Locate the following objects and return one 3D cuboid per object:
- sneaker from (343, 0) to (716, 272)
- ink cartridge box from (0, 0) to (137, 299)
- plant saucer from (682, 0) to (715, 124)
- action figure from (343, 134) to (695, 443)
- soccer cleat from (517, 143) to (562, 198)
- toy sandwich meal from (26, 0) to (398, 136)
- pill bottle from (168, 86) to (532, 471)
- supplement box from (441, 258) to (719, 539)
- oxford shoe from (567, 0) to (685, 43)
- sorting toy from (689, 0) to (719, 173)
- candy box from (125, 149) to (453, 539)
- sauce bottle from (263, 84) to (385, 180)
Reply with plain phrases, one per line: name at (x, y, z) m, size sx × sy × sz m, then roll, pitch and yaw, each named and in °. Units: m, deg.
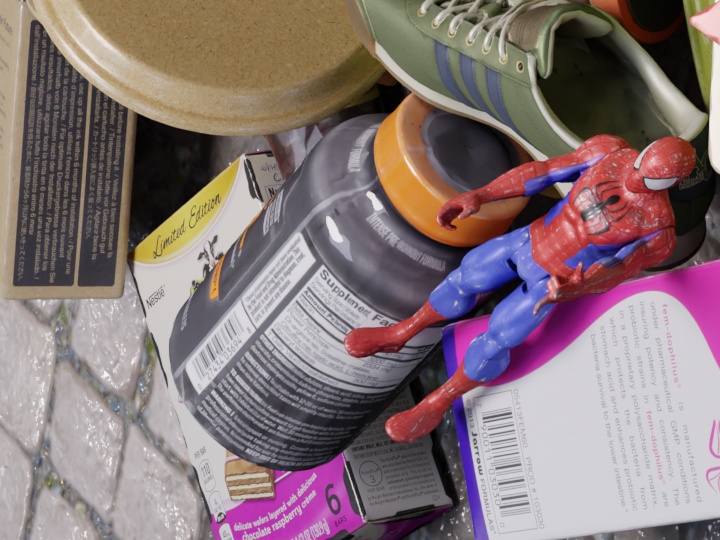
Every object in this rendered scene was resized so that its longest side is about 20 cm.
sneaker at (0.075, -0.092, 1.207) m, size 0.200 × 0.067 × 0.090 m, roll 43°, pitch 157°, yaw 17°
ink cartridge box at (-0.179, -0.091, 1.584) m, size 0.200 × 0.075 × 0.166 m, roll -134°, pitch 48°, yaw -64°
plant saucer at (0.147, -0.114, 1.129) m, size 0.200 × 0.031 × 0.202 m, roll -9°, pitch -90°, yaw -88°
action figure at (0.053, 0.006, 1.156) m, size 0.200 × 0.099 × 0.066 m, roll -40°, pitch 73°, yaw 39°
soccer cleat at (0.071, -0.129, 1.317) m, size 0.084 × 0.064 × 0.202 m, roll 127°, pitch 126°, yaw -80°
toy sandwich meal at (-0.063, -0.136, 1.368) m, size 0.206 × 0.204 × 0.070 m, roll 64°, pitch 157°, yaw 23°
pill bottle at (0.000, 0.000, 1.311) m, size 0.200 × 0.106 × 0.107 m, roll -48°, pitch 59°, yaw 44°
supplement box at (0.138, 0.053, 1.209) m, size 0.199 × 0.103 × 0.102 m, roll -15°, pitch 84°, yaw 54°
oxford shoe at (0.100, -0.200, 1.232) m, size 0.072 × 0.071 × 0.202 m, roll 8°, pitch 98°, yaw 46°
sorting toy at (0.197, -0.124, 0.954) m, size 0.198 × 0.069 × 0.202 m, roll 6°, pitch 98°, yaw 36°
candy box at (-0.040, 0.054, 1.479) m, size 0.136 × 0.061 × 0.201 m, roll -37°, pitch 66°, yaw 50°
sauce bottle at (-0.021, -0.085, 1.430) m, size 0.066 × 0.066 × 0.201 m, roll -45°, pitch 65°, yaw 47°
